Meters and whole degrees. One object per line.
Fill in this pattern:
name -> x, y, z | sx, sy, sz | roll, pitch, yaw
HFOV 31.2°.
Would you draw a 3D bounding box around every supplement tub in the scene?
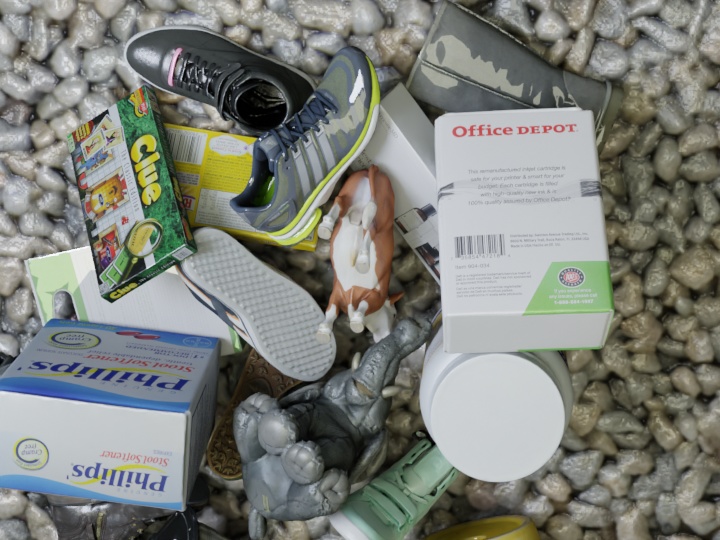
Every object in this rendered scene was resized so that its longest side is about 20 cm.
supplement tub -> 0.130, 0.105, 1.245 | 0.143, 0.200, 0.147 | 1, 106, 4

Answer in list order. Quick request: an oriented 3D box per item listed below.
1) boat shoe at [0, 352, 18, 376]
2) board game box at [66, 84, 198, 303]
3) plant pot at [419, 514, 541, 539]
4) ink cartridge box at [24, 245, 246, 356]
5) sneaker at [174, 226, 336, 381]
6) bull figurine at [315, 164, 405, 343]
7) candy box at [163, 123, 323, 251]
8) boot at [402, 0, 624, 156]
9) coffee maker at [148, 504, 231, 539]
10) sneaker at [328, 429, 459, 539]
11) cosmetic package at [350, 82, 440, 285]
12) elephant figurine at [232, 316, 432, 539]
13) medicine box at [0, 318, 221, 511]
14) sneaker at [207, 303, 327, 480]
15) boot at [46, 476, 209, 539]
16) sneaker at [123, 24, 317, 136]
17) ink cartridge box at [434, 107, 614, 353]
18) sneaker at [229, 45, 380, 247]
boat shoe -> -0.375, 0.115, 1.362 | 0.198, 0.069, 0.057 | 23, 106, 1
board game box -> -0.224, -0.077, 1.249 | 0.104, 0.023, 0.202 | -29, 57, 14
plant pot -> 0.135, 0.362, 1.328 | 0.198, 0.201, 0.191 | -13, 89, 8
ink cartridge box -> -0.229, 0.031, 1.335 | 0.198, 0.048, 0.147 | -11, 104, 7
sneaker -> -0.106, 0.027, 1.277 | 0.079, 0.079, 0.200 | -48, 113, -12
bull figurine -> 0.000, 0.000, 1.253 | 0.064, 0.122, 0.202 | 6, 122, 15
candy box -> -0.132, -0.085, 1.285 | 0.197, 0.026, 0.103 | 10, 78, 3
boot -> 0.134, -0.141, 1.246 | 0.198, 0.073, 0.184 | 20, 93, -8
coffee maker -> -0.151, 0.367, 1.364 | 0.199, 0.136, 0.192 | 34, 130, -24
sneaker -> 0.039, 0.218, 1.290 | 0.074, 0.200, 0.118 | 43, 100, 8
cosmetic package -> 0.063, -0.076, 1.263 | 0.082, 0.051, 0.201 | -30, 102, 42
elephant figurine -> -0.019, 0.149, 1.245 | 0.154, 0.199, 0.143 | -7, 110, 44
medicine box -> -0.237, 0.133, 1.234 | 0.180, 0.200, 0.104 | 7, 106, 0
sneaker -> -0.093, 0.129, 1.341 | 0.067, 0.090, 0.201 | 28, 76, 9
boot -> -0.254, 0.302, 1.410 | 0.197, 0.069, 0.176 | 1, 111, 9
sneaker -> -0.140, -0.186, 1.242 | 0.198, 0.099, 0.071 | 17, 107, 1
ink cartridge box -> 0.140, -0.036, 1.144 | 0.144, 0.084, 0.202 | -2, 63, 3
sneaker -> -0.051, -0.117, 1.196 | 0.074, 0.081, 0.202 | 37, 105, 40
